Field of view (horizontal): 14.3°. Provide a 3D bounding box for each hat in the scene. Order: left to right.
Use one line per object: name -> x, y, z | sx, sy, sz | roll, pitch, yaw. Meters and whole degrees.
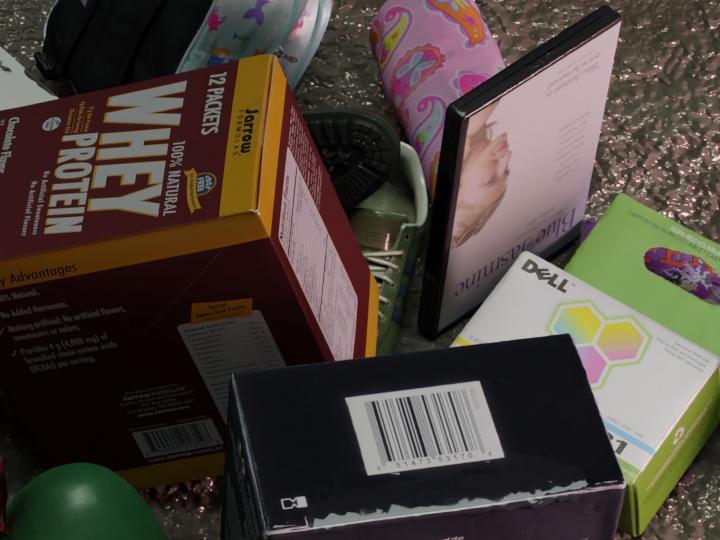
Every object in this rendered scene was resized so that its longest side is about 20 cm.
hat -> -0.162, 0.110, 1.571 | 0.164, 0.177, 0.200 | -10, 20, -16

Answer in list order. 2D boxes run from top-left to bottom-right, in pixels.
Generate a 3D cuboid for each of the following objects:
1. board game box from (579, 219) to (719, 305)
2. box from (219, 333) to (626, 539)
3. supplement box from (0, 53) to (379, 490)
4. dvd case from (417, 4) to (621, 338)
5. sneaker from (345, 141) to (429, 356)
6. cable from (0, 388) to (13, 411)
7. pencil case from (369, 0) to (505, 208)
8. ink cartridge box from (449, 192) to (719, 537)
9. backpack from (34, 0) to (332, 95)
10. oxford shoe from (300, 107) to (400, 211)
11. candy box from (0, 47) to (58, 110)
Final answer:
board game box -> 0.231, 0.033, 1.836 | 0.198, 0.032, 0.120 | 10, 41, 6
box -> 0.027, 0.150, 1.577 | 0.195, 0.201, 0.118 | -6, 47, -12
supplement box -> -0.113, 0.007, 1.673 | 0.196, 0.201, 0.133 | -11, 42, 14
dvd case -> 0.098, -0.059, 1.793 | 0.142, 0.201, 0.018 | -34, 59, -31
sneaker -> 0.000, 0.000, 1.805 | 0.067, 0.090, 0.201 | 12, 46, 7
cable -> -0.205, 0.017, 1.799 | 0.097, 0.051, 0.200 | 27, 50, 23
pencil case -> 0.066, -0.103, 1.918 | 0.087, 0.088, 0.201 | -8, 46, -13
ink cartridge box -> 0.160, 0.038, 1.753 | 0.147, 0.076, 0.200 | 29, 68, 23
backpack -> -0.109, -0.188, 1.911 | 0.150, 0.201, 0.178 | -1, 40, -34
oxford shoe -> -0.041, -0.074, 1.828 | 0.199, 0.073, 0.084 | -14, 20, 45
candy box -> -0.315, -0.085, 1.879 | 0.199, 0.072, 0.168 | -31, 55, -30
